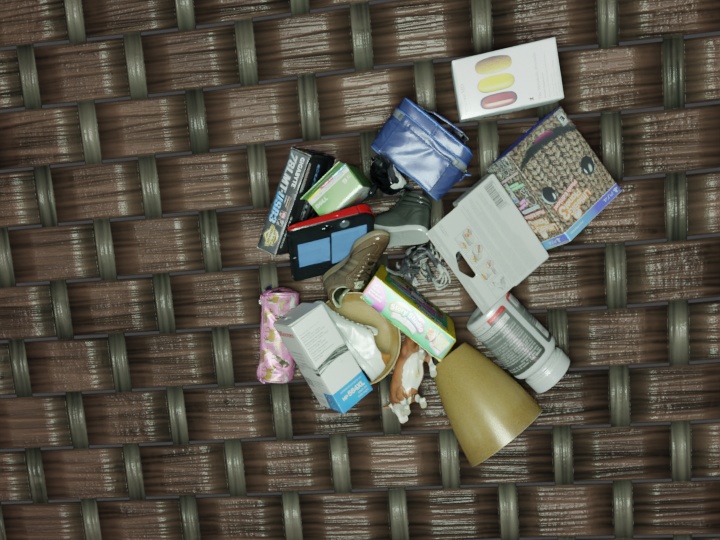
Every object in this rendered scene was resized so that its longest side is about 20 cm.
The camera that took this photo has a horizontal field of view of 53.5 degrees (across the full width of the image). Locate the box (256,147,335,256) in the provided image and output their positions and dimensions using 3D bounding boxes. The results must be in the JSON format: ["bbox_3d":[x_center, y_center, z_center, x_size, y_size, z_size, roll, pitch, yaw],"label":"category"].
[{"bbox_3d":[-0.122,-0.137,1.410,0.048,0.198,0.205,21,100,8],"label":"box"}]

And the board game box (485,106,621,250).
[{"bbox_3d":[0.369,-0.174,1.371,0.159,0.097,0.202,-40,93,-17],"label":"board game box"}]

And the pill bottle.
[{"bbox_3d":[0.320,0.143,1.445,0.200,0.114,0.114,45,101,-1],"label":"pill bottle"}]

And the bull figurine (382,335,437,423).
[{"bbox_3d":[0.102,0.230,1.480,0.063,0.121,0.206,7,101,-21],"label":"bull figurine"}]

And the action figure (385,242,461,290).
[{"bbox_3d":[0.153,-0.013,1.442,0.196,0.119,0.104,-25,87,3],"label":"action figure"}]

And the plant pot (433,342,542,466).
[{"bbox_3d":[0.238,0.257,1.454,0.185,0.186,0.202,-40,77,10],"label":"plant pot"}]

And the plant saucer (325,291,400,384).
[{"bbox_3d":[-0.010,0.144,1.522,0.194,0.035,0.207,1,99,7],"label":"plant saucer"}]

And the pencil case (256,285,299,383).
[{"bbox_3d":[-0.176,0.139,1.518,0.084,0.083,0.207,6,100,14],"label":"pencil case"}]

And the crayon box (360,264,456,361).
[{"bbox_3d":[0.097,0.080,1.431,0.198,0.173,0.059,38,101,0],"label":"crayon box"}]

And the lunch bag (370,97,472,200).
[{"bbox_3d":[0.133,-0.239,1.398,0.198,0.136,0.134,37,101,0],"label":"lunch bag"}]

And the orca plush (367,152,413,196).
[{"bbox_3d":[0.047,-0.165,1.382,0.104,0.200,0.072,37,93,-7],"label":"orca plush"}]

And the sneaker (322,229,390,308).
[{"bbox_3d":[0.000,0.000,1.434,0.200,0.069,0.077,-43,55,37],"label":"sneaker"}]

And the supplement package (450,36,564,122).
[{"bbox_3d":[0.278,-0.363,1.376,0.194,0.110,0.117,-11,97,8],"label":"supplement package"}]

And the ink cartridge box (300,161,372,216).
[{"bbox_3d":[-0.041,-0.151,1.397,0.103,0.200,0.060,-40,87,10],"label":"ink cartridge box"}]

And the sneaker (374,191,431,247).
[{"bbox_3d":[0.064,-0.108,1.467,0.195,0.071,0.101,0,57,31],"label":"sneaker"}]

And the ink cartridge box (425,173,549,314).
[{"bbox_3d":[0.242,-0.052,1.381,0.175,0.045,0.202,-39,101,-3],"label":"ink cartridge box"}]

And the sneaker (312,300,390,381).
[{"bbox_3d":[-0.017,0.128,1.478,0.084,0.073,0.201,-41,89,-15],"label":"sneaker"}]

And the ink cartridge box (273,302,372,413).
[{"bbox_3d":[-0.078,0.170,1.426,0.083,0.145,0.203,-33,101,-19],"label":"ink cartridge box"}]

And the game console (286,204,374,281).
[{"bbox_3d":[-0.058,-0.050,1.414,0.172,0.202,0.032,-18,63,-11],"label":"game console"}]
